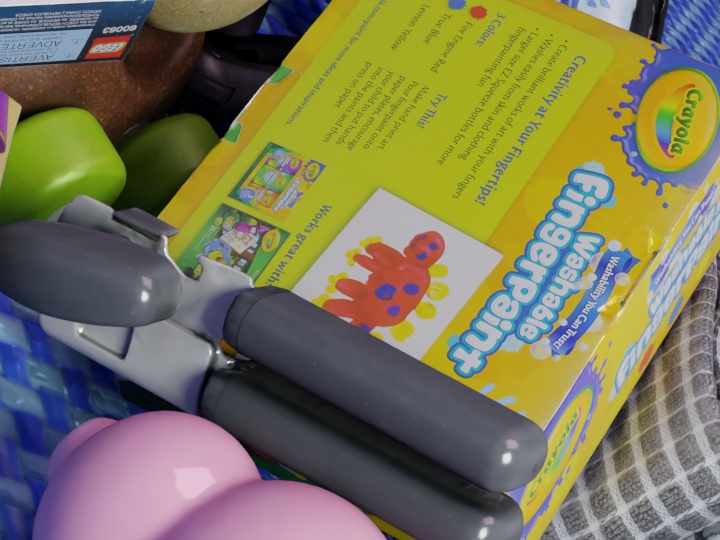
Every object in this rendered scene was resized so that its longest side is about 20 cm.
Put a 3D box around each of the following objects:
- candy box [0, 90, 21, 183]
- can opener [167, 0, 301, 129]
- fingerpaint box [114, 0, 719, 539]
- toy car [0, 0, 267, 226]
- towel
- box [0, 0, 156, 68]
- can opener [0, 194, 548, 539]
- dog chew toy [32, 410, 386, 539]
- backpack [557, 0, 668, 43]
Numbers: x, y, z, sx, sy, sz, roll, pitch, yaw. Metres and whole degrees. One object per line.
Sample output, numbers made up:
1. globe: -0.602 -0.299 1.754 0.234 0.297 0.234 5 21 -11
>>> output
1. candy box: -0.207 -0.065 0.777 0.200 0.056 0.117 38 29 -22
2. can opener: -0.040 -0.089 1.099 0.063 0.079 0.200 49 13 19
3. fingerpaint box: 0.030 -0.009 0.887 0.166 0.074 0.200 24 58 19
4. toy car: -0.081 -0.132 0.915 0.165 0.200 0.157 56 25 15
5. towel: 0.091 0.065 0.961 0.086 0.165 0.201 46 25 -23
6. box: -0.159 -0.158 0.780 0.136 0.038 0.201 -6 65 -28
7. can opener: -0.038 0.035 0.777 0.199 0.054 0.067 27 21 27
8. dog chew toy: -0.026 0.123 0.746 0.200 0.125 0.124 46 22 19
9. backpack: 0.074 -0.089 1.100 0.152 0.164 0.201 7 57 -10
